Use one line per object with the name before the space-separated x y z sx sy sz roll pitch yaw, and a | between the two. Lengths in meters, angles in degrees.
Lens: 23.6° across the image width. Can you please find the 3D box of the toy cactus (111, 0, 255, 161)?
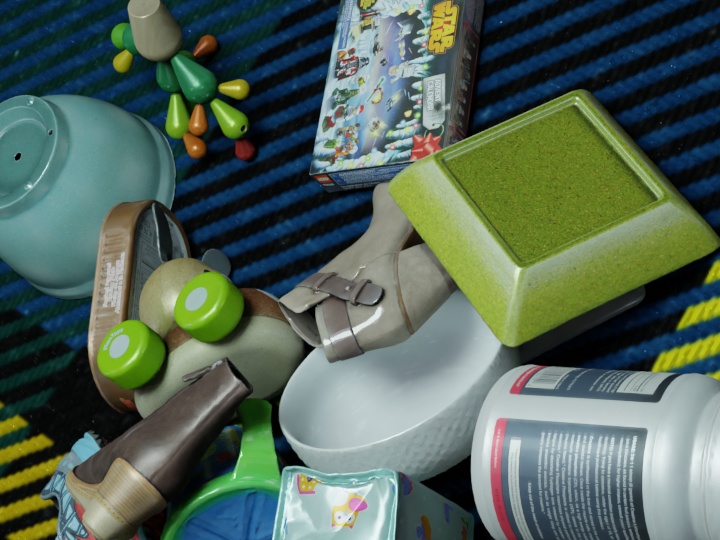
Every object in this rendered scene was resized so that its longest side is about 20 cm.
toy cactus | -0.172 -0.200 1.626 0.102 0.165 0.200 -33 58 -8

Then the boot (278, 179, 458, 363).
boot | 0.000 0.000 1.425 0.146 0.070 0.200 -29 27 -8

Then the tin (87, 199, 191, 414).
tin | -0.197 0.030 1.561 0.042 0.112 0.200 -10 64 28

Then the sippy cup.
sippy cup | -0.101 0.197 1.406 0.178 0.140 0.130 -46 26 10

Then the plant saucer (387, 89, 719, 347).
plant saucer | 0.150 -0.059 1.365 0.200 0.048 0.200 -25 52 -14

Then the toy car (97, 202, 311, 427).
toy car | -0.132 0.032 1.501 0.158 0.164 0.200 -31 44 17

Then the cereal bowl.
cereal bowl | 0.041 0.105 1.372 0.200 0.083 0.200 -23 27 12

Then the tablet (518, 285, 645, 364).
tablet | 0.148 -0.030 1.432 0.130 0.014 0.200 -29 56 19

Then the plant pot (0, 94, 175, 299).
plant pot | -0.299 -0.089 1.666 0.200 0.134 0.201 -14 62 28

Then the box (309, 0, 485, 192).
box | 0.035 -0.172 1.545 0.137 0.040 0.200 -6 63 30

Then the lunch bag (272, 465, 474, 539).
lunch bag | 0.008 0.258 1.270 0.122 0.170 0.200 -4 68 24

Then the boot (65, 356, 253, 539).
boot | -0.155 0.140 1.383 0.166 0.072 0.200 -46 9 -6

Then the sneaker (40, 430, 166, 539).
sneaker | -0.217 0.233 1.503 0.096 0.079 0.200 -42 43 0

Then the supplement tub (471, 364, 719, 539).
supplement tub | 0.194 0.141 1.244 0.200 0.140 0.141 1 70 33
